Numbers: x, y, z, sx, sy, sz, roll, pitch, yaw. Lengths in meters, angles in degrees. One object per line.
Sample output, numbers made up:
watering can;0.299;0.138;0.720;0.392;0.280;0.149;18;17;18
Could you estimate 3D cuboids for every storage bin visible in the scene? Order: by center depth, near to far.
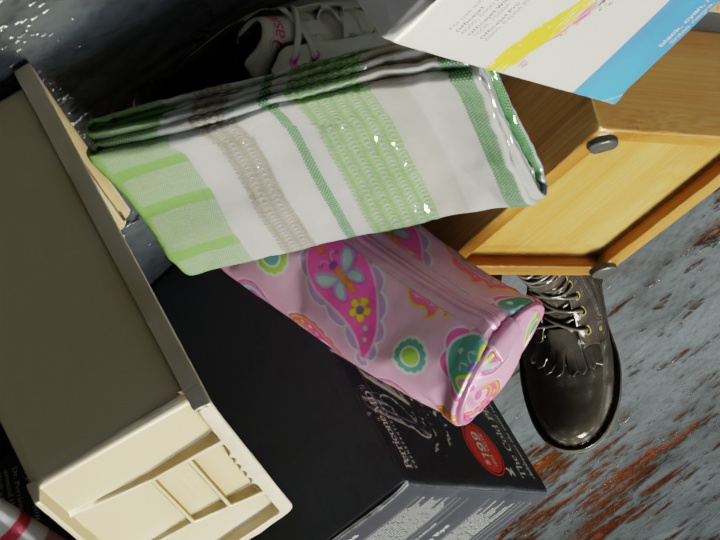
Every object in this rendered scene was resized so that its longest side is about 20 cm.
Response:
storage bin;-0.133;0.038;1.112;0.094;0.200;0.199;-30;157;-1

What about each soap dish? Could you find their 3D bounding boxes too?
soap dish;0.124;-0.066;1.238;0.157;0.081;0.200;1;153;-34

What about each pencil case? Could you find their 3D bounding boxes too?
pencil case;0.000;0.000;1.215;0.087;0.200;0.087;-49;163;-20

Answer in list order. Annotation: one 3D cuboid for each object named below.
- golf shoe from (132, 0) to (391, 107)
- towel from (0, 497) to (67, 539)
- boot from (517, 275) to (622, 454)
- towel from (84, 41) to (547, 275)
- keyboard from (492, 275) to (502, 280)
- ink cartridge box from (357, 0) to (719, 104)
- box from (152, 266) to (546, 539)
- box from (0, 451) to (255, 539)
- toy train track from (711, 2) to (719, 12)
golf shoe;-0.023;-0.103;1.137;0.200;0.073;0.092;-30;155;-6
towel;-0.270;0.161;1.263;0.200;0.023;0.144;36;113;-25
boot;0.118;0.010;1.424;0.069;0.200;0.174;-5;167;14
towel;-0.018;-0.050;1.104;0.200;0.031;0.149;-14;148;12
keyboard;0.040;-0.020;1.357;0.021;0.127;0.200;5;175;28
ink cartridge box;0.076;-0.186;1.004;0.145;0.147;0.200;-44;154;24
box;-0.010;0.079;1.346;0.104;0.200;0.182;-40;156;21
box;-0.137;0.167;1.397;0.200;0.118;0.197;-21;164;27
toy train track;0.148;-0.132;1.343;0.200;0.033;0.115;-31;140;-20
